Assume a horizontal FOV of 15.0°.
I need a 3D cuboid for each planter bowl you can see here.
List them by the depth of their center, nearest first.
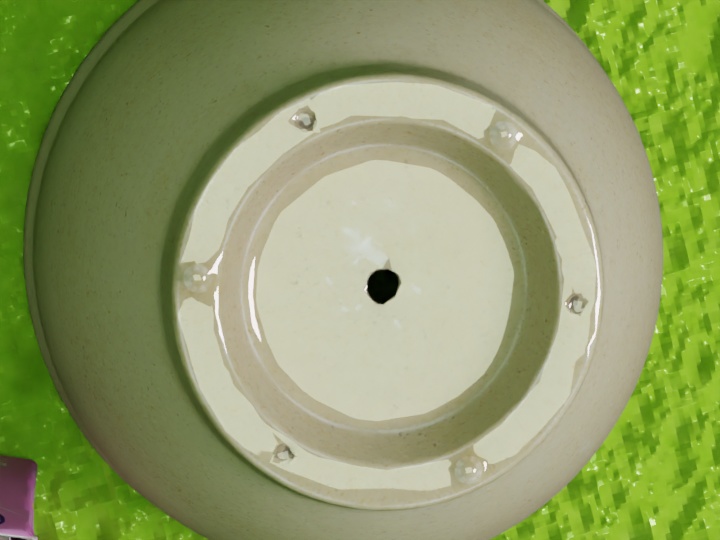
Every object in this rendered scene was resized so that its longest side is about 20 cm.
[{"bbox_3d":[0.000,0.000,0.798,0.199,0.135,0.201,-1,97,-6],"label":"planter bowl"}]

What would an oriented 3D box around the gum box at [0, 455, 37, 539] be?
[{"bbox_3d":[-0.196,0.086,0.795,0.199,0.114,0.066,6,96,-7],"label":"gum box"}]
